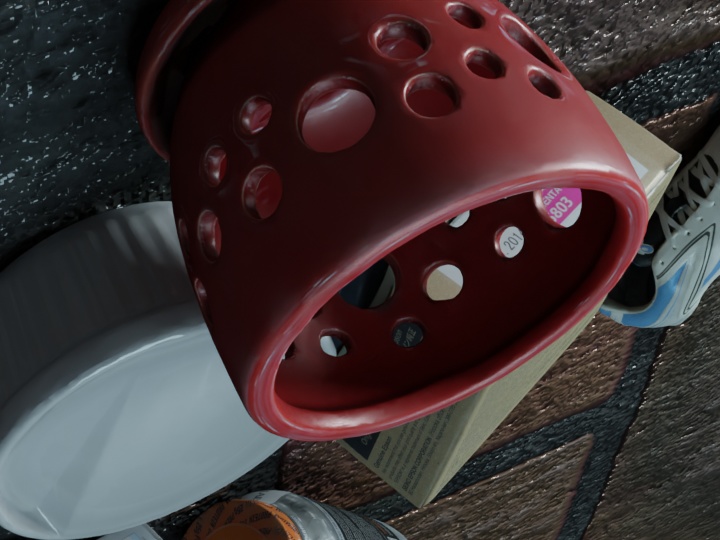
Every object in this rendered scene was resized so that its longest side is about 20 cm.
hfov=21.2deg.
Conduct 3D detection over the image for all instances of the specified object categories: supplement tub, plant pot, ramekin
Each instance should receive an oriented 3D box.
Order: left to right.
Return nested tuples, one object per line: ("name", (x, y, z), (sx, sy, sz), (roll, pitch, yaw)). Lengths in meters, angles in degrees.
("ramekin", (-0.120, 0.049, 1.015), (0.201, 0.095, 0.203), (-24, 153, -13))
("supplement tub", (-0.042, 0.224, 1.363), (0.122, 0.123, 0.200), (-36, 152, 13))
("plant pot", (0.003, -0.049, 0.870), (0.199, 0.183, 0.201), (-24, 152, -13))

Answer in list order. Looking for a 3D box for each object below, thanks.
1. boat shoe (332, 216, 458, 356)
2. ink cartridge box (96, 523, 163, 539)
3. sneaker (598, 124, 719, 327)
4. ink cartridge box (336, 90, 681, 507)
("boat shoe", (0.000, 0.000, 1.075), (0.075, 0.062, 0.201), (-42, 164, -37))
("ink cartridge box", (-0.223, 0.261, 1.253), (0.199, 0.047, 0.161), (-29, 156, -50))
("sneaker", (0.215, -0.034, 1.238), (0.072, 0.072, 0.201), (-1, 139, -30))
("ink cartridge box", (0.083, 0.016, 1.104), (0.200, 0.075, 0.165), (-43, 163, -35))
